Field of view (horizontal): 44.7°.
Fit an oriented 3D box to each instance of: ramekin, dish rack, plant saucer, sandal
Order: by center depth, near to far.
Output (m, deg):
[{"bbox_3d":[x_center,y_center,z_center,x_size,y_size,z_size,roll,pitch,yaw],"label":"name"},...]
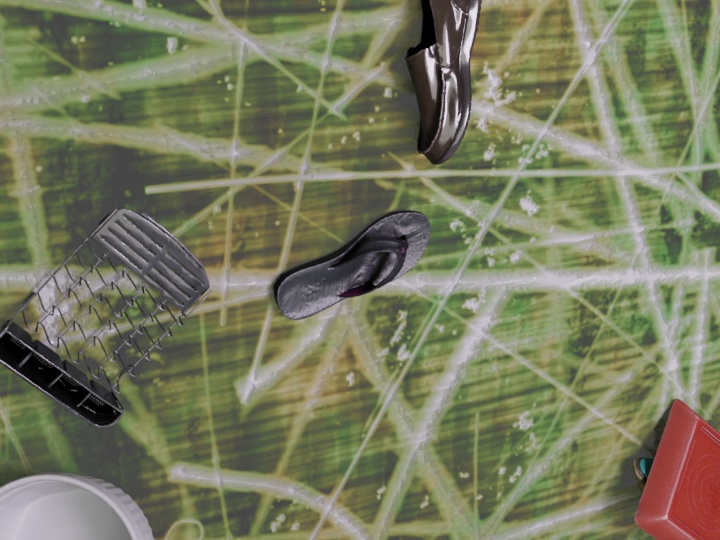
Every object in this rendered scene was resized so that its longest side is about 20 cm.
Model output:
[{"bbox_3d":[-0.254,0.043,0.895,0.200,0.055,0.153,-47,121,-2],"label":"dish rack"},{"bbox_3d":[-0.306,0.306,0.902,0.199,0.105,0.202,0,83,2],"label":"ramekin"},{"bbox_3d":[0.000,0.001,0.992,0.200,0.048,0.076,-30,118,-10],"label":"sandal"},{"bbox_3d":[0.503,0.322,1.277,0.200,0.037,0.200,37,67,-21],"label":"plant saucer"}]

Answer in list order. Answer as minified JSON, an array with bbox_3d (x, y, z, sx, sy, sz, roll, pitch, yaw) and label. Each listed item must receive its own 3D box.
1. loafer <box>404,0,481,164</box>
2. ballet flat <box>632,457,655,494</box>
[{"bbox_3d":[0.077,-0.215,0.937,0.071,0.073,0.201,2,100,-18],"label":"loafer"},{"bbox_3d":[0.468,0.334,1.317,0.199,0.071,0.071,20,100,-26],"label":"ballet flat"}]
